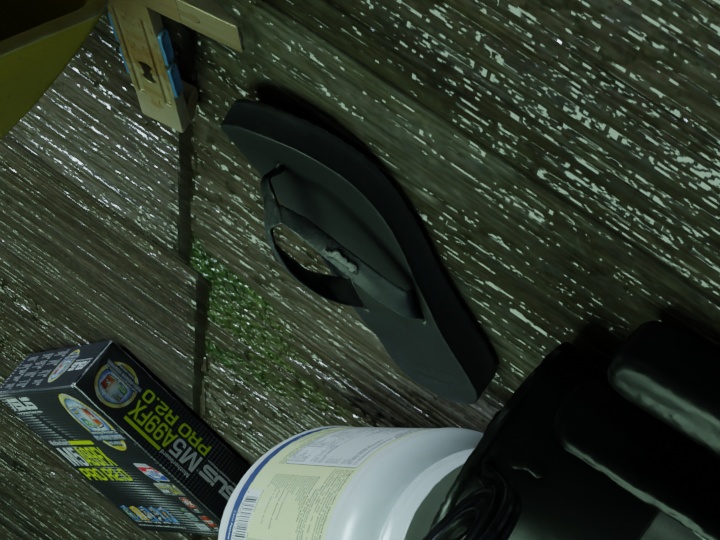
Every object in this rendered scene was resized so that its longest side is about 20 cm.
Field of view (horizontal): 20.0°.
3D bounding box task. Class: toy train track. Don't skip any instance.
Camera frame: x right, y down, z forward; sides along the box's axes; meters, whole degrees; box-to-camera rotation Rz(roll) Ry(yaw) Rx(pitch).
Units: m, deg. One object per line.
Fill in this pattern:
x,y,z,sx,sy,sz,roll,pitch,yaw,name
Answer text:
-0.090,-0.116,0.881,0.115,0.033,0.200,27,163,11,toy train track

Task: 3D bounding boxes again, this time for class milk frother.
0.111,0.143,0.842,0.188,0.200,0.181,33,155,14,milk frother

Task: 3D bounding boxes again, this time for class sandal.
0.001,0.000,0.945,0.076,0.043,0.200,12,146,50,sandal

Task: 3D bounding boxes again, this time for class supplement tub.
0.025,0.155,1.079,0.145,0.145,0.200,46,158,-18,supplement tub

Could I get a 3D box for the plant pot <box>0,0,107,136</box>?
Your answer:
-0.252,-0.097,0.816,0.200,0.200,0.176,53,148,12,plant pot

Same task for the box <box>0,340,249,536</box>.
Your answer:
-0.168,0.123,1.476,0.160,0.044,0.200,45,158,-16,box
